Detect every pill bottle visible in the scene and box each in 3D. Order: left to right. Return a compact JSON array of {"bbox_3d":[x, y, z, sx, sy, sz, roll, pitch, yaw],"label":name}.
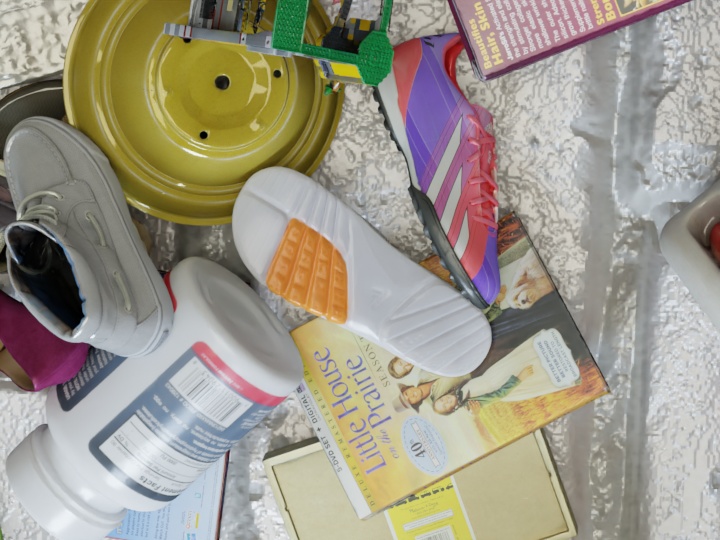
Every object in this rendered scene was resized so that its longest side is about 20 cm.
[{"bbox_3d":[-0.148,0.096,1.669,0.200,0.120,0.120,-42,93,16],"label":"pill bottle"}]

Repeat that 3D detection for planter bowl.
[{"bbox_3d":[-0.100,-0.129,1.646,0.200,0.083,0.201,-1,94,-13],"label":"planter bowl"}]

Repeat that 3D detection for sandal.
[{"bbox_3d":[-0.175,-0.088,1.700,0.200,0.055,0.082,9,100,2],"label":"sandal"},{"bbox_3d":[-0.004,0.007,1.670,0.207,0.059,0.079,36,88,-10],"label":"sandal"}]

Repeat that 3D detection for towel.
[{"bbox_3d":[-0.232,-0.203,1.701,0.200,0.034,0.133,-15,95,8],"label":"towel"}]

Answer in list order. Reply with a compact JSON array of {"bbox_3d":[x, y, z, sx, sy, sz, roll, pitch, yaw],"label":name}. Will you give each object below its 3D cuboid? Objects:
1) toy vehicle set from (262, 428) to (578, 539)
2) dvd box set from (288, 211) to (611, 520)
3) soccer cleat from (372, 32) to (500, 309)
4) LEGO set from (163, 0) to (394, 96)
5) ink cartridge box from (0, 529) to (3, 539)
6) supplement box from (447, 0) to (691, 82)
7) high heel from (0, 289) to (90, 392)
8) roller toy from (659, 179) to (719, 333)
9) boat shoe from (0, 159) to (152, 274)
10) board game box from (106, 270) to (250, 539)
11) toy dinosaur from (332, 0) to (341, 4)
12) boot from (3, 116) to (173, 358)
[{"bbox_3d":[0.043,0.162,1.731,0.200,0.027,0.124,-18,96,7],"label":"toy vehicle set"},{"bbox_3d":[0.056,0.068,1.694,0.200,0.029,0.146,-27,80,5],"label":"dvd box set"},{"bbox_3d":[0.067,-0.072,1.654,0.073,0.068,0.200,-22,72,6],"label":"soccer cleat"},{"bbox_3d":[-0.051,-0.215,1.577,0.116,0.154,0.200,12,103,39],"label":"LEGO set"},{"bbox_3d":[-0.300,0.264,1.686,0.076,0.200,0.148,-11,97,6],"label":"ink cartridge box"},{"bbox_3d":[0.151,-0.225,1.629,0.200,0.103,0.131,-20,96,7],"label":"supplement box"},{"bbox_3d":[-0.268,0.052,1.673,0.200,0.096,0.067,-11,117,38],"label":"high heel"},{"bbox_3d":[0.303,0.006,1.606,0.140,0.200,0.182,-38,88,8],"label":"roller toy"},{"bbox_3d":[-0.250,-0.030,1.696,0.200,0.065,0.072,19,140,4],"label":"boat shoe"},{"bbox_3d":[-0.143,0.101,1.742,0.103,0.019,0.200,8,99,3],"label":"board game box"},{"bbox_3d":[-0.121,-0.263,1.620,0.181,0.105,0.200,-18,74,-14],"label":"toy dinosaur"},{"bbox_3d":[-0.202,-0.031,1.599,0.074,0.096,0.200,-44,63,18],"label":"boot"}]
